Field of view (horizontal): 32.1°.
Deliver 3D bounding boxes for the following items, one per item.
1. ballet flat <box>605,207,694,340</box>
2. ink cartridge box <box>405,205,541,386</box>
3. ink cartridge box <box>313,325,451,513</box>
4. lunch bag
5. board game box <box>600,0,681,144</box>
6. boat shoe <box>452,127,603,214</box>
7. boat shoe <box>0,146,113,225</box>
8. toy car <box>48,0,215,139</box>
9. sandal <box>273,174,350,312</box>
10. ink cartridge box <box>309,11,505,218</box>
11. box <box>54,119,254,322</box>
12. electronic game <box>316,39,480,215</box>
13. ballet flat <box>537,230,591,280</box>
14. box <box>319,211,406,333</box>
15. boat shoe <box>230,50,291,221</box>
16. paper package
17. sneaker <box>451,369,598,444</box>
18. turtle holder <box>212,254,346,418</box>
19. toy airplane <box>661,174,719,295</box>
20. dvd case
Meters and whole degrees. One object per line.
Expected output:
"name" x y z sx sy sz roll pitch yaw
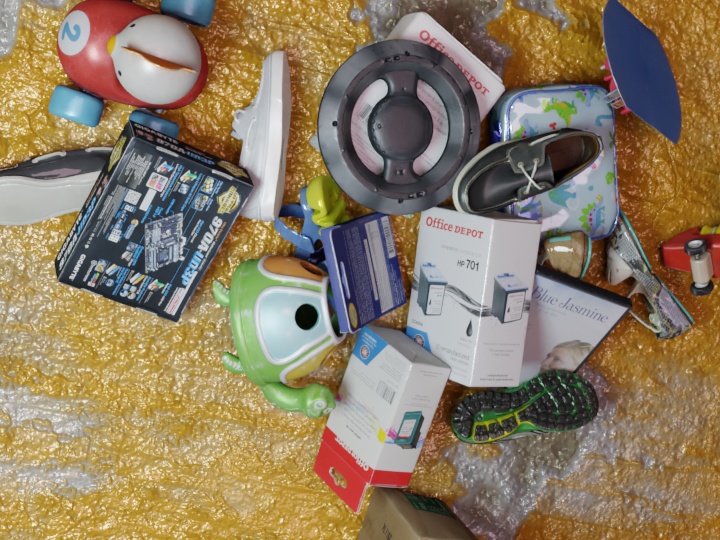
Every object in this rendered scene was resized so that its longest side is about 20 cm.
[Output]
"ballet flat" 0.363 0.012 1.644 0.072 0.072 0.201 -38 104 -7
"ink cartridge box" 0.134 0.028 1.532 0.085 0.146 0.203 1 98 -34
"ink cartridge box" 0.023 0.184 1.534 0.067 0.116 0.202 10 105 -37
"lunch bag" 0.240 -0.134 1.579 0.158 0.082 0.203 -8 100 -15
"board game box" 0.340 -0.245 1.574 0.199 0.039 0.160 23 56 -47
"boat shoe" 0.197 -0.120 1.476 0.198 0.067 0.073 -24 108 -22
"boat shoe" -0.358 -0.103 1.432 0.197 0.061 0.074 -10 142 -9
"toy car" -0.243 -0.237 1.371 0.175 0.200 0.187 17 93 -17
"sandal" -0.044 -0.018 1.532 0.086 0.080 0.202 -12 111 23
"ink cartridge box" 0.057 -0.190 1.519 0.146 0.084 0.201 39 87 -15
"box" -0.237 -0.052 1.431 0.158 0.046 0.201 20 112 -30
"electronic game" 0.046 -0.166 1.453 0.197 0.042 0.203 -1 96 -14
"ballet flat" 0.243 0.026 1.584 0.071 0.068 0.201 4 140 3
"box" 0.000 0.000 1.477 0.032 0.200 0.123 -10 95 20
"boat shoe" -0.121 -0.161 1.487 0.067 0.072 0.203 5 94 5
"paper package" 0.062 0.387 1.544 0.102 0.200 0.193 18 94 -16
"sneaker" 0.211 0.179 1.618 0.197 0.085 0.079 -7 76 -6
"turtle holder" -0.087 0.074 1.468 0.130 0.141 0.188 -9 71 16
"toy airplane" 0.523 -0.041 1.640 0.198 0.142 0.201 32 122 -5
"dvd case" 0.231 0.084 1.581 0.141 0.018 0.201 19 130 -16
